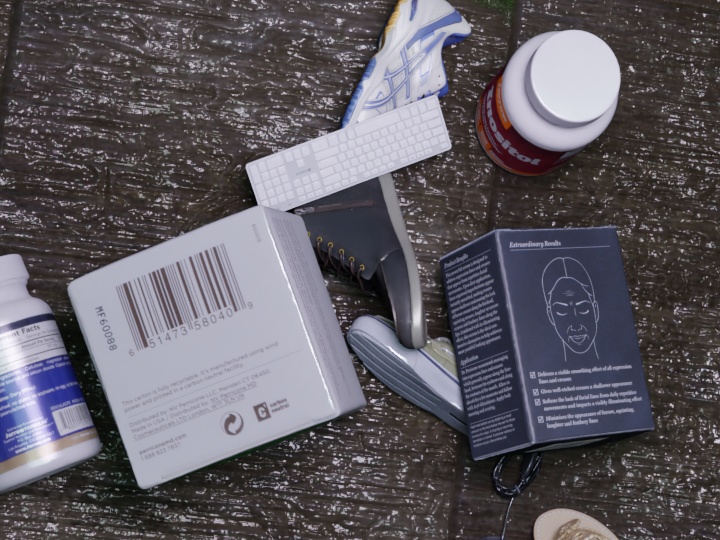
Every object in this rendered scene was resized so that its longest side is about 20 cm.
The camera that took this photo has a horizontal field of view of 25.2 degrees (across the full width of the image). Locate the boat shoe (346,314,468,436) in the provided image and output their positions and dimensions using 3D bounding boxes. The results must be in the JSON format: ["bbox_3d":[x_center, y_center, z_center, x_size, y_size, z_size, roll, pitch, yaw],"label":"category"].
[{"bbox_3d":[0.077,0.100,1.576,0.199,0.072,0.062,36,62,-9],"label":"boat shoe"}]

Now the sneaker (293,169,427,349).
[{"bbox_3d":[0.000,0.000,1.551,0.105,0.075,0.202,-14,54,-2],"label":"sneaker"}]

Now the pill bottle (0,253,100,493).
[{"bbox_3d":[-0.325,0.095,1.493,0.114,0.116,0.202,-20,85,-9],"label":"pill bottle"}]

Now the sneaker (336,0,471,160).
[{"bbox_3d":[0.042,-0.183,1.597,0.087,0.075,0.202,28,83,-7],"label":"sneaker"}]

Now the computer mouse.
[{"bbox_3d":[0.144,0.255,1.574,0.058,0.034,0.203,15,81,-4],"label":"computer mouse"}]

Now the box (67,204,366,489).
[{"bbox_3d":[-0.125,0.069,1.471,0.197,0.171,0.202,-21,86,8],"label":"box"}]

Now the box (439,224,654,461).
[{"bbox_3d":[0.175,0.068,1.534,0.147,0.107,0.203,-2,77,-30],"label":"box"}]

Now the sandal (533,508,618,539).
[{"bbox_3d":[0.222,0.276,1.498,0.077,0.070,0.213,-20,42,-8],"label":"sandal"}]

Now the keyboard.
[{"bbox_3d":[-0.011,-0.110,1.559,0.198,0.011,0.057,-21,115,-6],"label":"keyboard"}]

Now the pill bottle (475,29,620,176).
[{"bbox_3d":[0.181,-0.163,1.548,0.111,0.200,0.115,1,82,-7],"label":"pill bottle"}]
